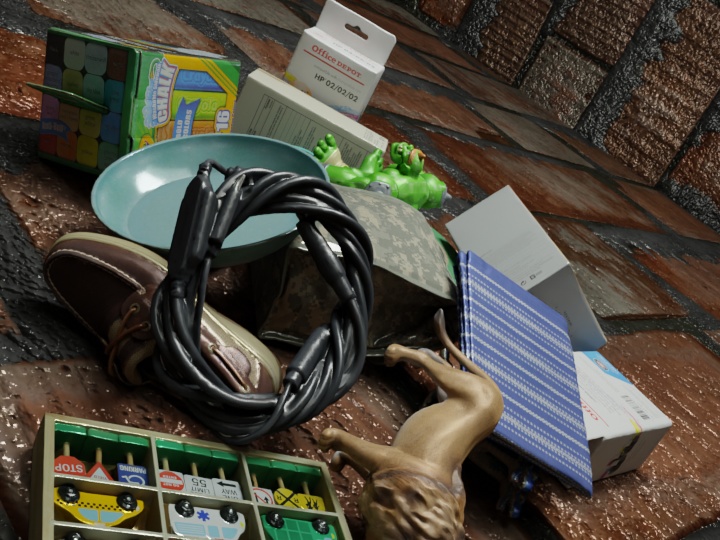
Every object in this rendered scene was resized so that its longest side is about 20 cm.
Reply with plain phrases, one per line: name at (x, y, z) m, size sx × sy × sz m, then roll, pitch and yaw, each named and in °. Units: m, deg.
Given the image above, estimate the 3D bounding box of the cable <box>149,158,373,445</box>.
cable at (-0.064, 0.025, 0.611) m, size 0.161 × 0.051 × 0.204 m, roll 20°, pitch 63°, yaw -28°

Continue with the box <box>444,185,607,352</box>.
box at (0.189, 0.012, 1.008) m, size 0.125 × 0.096 × 0.201 m, roll 55°, pitch 8°, yaw -31°

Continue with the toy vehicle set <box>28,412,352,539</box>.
toy vehicle set at (-0.094, 0.153, 0.511) m, size 0.197 × 0.027 × 0.125 m, roll 17°, pitch 25°, yaw -30°

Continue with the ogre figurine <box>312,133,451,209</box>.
ogre figurine at (0.024, -0.100, 0.989) m, size 0.119 × 0.100 × 0.199 m, roll 23°, pitch -1°, yaw 36°

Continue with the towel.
towel at (0.136, 0.083, 0.745) m, size 0.143 × 0.024 × 0.202 m, roll 32°, pitch 37°, yaw -21°

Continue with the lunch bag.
lunch bag at (0.000, 0.000, 0.823) m, size 0.196 × 0.119 × 0.165 m, roll 13°, pitch 29°, yaw -19°

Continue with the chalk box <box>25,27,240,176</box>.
chalk box at (-0.228, -0.159, 0.838) m, size 0.123 × 0.127 × 0.199 m, roll 18°, pitch 17°, yaw 27°

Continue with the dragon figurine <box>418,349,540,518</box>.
dragon figurine at (0.107, 0.132, 0.763) m, size 0.098 × 0.060 × 0.201 m, roll 27°, pitch 23°, yaw -8°

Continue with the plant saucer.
plant saucer at (-0.123, -0.056, 0.722) m, size 0.195 × 0.037 × 0.202 m, roll 1°, pitch 34°, yaw -1°

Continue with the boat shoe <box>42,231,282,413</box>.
boat shoe at (-0.148, 0.047, 0.615) m, size 0.199 × 0.073 × 0.072 m, roll 37°, pitch 23°, yaw -3°

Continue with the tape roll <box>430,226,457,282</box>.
tape roll at (0.030, -0.027, 1.022) m, size 0.197 × 0.049 × 0.201 m, roll 26°, pitch 23°, yaw -12°

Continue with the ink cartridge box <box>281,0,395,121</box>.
ink cartridge box at (-0.046, -0.247, 1.168) m, size 0.114 × 0.202 × 0.068 m, roll 28°, pitch 22°, yaw 0°

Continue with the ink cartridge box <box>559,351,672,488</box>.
ink cartridge box at (0.212, 0.144, 0.856) m, size 0.198 × 0.069 × 0.115 m, roll 5°, pitch 33°, yaw -48°

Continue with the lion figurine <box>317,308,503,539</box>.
lion figurine at (0.052, 0.119, 0.601) m, size 0.121 × 0.073 × 0.201 m, roll 22°, pitch 59°, yaw 26°

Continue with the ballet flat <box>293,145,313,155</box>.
ballet flat at (-0.128, -0.118, 1.014) m, size 0.197 × 0.073 × 0.072 m, roll 12°, pitch 27°, yaw -37°

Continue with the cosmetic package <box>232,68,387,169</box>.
cosmetic package at (-0.072, -0.165, 1.115) m, size 0.197 × 0.106 × 0.071 m, roll 30°, pitch 20°, yaw -5°
